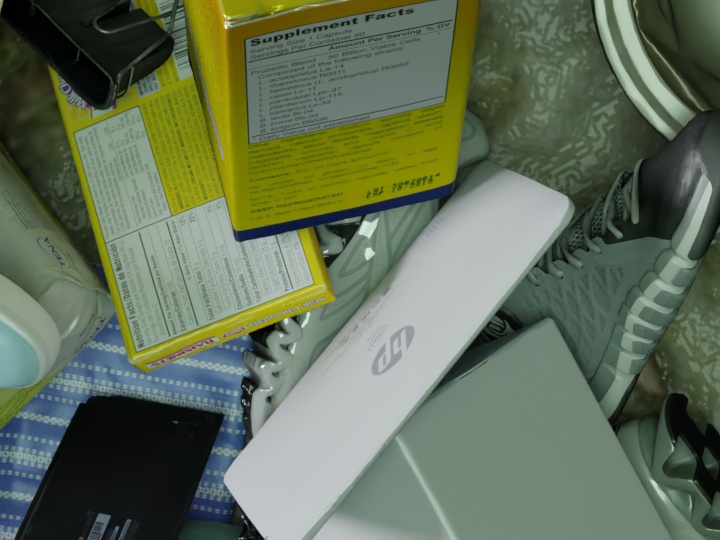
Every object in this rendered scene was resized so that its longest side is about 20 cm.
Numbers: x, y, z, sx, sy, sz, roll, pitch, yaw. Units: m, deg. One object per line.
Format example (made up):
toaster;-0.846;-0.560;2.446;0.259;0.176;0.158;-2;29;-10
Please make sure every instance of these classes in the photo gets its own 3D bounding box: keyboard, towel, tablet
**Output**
keyboard;-0.103;0.139;1.075;0.127;0.200;0.021;10;133;10
towel;-0.134;0.098;1.165;0.144;0.024;0.201;10;98;2
tablet;0.013;0.035;1.029;0.014;0.130;0.200;39;89;-19

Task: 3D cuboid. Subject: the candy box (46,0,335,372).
candy box;-0.088;-0.059;1.095;0.102;0.026;0.200;-21;68;9

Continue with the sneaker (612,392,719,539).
sneaker;0.176;0.161;1.133;0.088;0.074;0.200;-32;97;27

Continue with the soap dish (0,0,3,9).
soap dish;-0.249;-0.095;1.043;0.081;0.158;0.200;32;134;-29

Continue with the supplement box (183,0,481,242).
supplement box;-0.017;-0.112;0.984;0.109;0.200;0.110;-12;67;-8

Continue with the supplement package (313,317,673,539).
supplement package;0.066;0.146;1.077;0.120;0.121;0.200;-26;93;52

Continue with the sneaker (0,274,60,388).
sneaker;-0.237;0.029;0.998;0.200;0.082;0.074;16;140;-4

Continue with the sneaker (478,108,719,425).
sneaker;0.101;-0.013;1.070;0.115;0.075;0.200;26;134;5

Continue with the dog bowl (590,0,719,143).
dog bowl;0.210;-0.142;1.081;0.200;0.074;0.201;1;98;5

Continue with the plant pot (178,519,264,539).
plant pot;-0.090;0.241;1.101;0.200;0.134;0.201;2;113;4

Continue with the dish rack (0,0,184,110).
dish rack;-0.132;-0.193;1.043;0.153;0.055;0.200;43;142;21

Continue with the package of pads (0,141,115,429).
package of pads;-0.233;0.028;1.112;0.200;0.068;0.155;-45;63;9

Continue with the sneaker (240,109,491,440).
sneaker;0.000;0.000;1.117;0.081;0.075;0.200;23;94;-12
